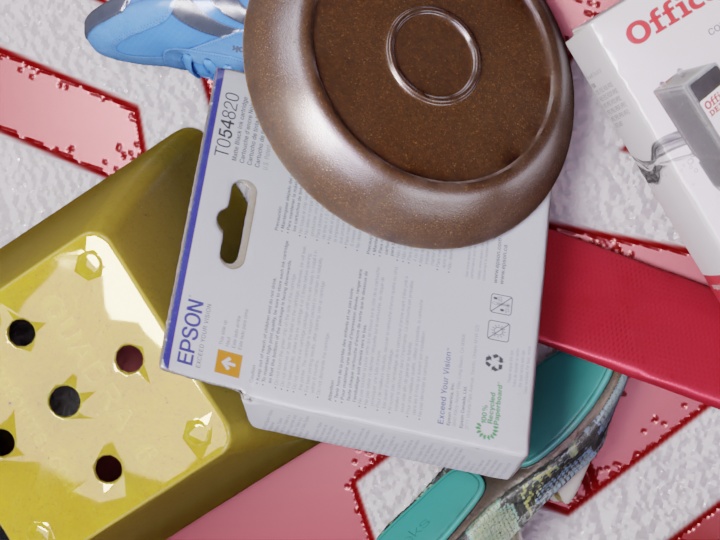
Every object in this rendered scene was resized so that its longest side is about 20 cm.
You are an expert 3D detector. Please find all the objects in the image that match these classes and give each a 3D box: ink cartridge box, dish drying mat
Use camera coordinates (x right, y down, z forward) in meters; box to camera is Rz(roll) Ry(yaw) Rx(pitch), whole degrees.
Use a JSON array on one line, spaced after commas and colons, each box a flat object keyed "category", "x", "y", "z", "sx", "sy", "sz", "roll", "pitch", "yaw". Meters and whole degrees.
[{"category": "ink cartridge box", "x": 0.224, "y": -0.081, "z": 1.171, "sx": 0.146, "sy": 0.083, "sz": 0.200, "roll": -32, "pitch": 91, "yaw": -1}, {"category": "dish drying mat", "x": 0.149, "y": 0.026, "z": 1.222, "sx": 0.199, "sy": 0.018, "sz": 0.077, "roll": 20, "pitch": 55, "yaw": 7}, {"category": "ink cartridge box", "x": 0.000, "y": 0.000, "z": 1.171, "sx": 0.199, "sy": 0.041, "sz": 0.200, "roll": 14, "pitch": 58, "yaw": -9}]

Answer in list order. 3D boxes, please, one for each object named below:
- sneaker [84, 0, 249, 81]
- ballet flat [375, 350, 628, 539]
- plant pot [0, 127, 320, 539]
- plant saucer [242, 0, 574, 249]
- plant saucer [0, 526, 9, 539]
[{"category": "sneaker", "x": -0.059, "y": -0.125, "z": 1.230, "sx": 0.199, "sy": 0.066, "sz": 0.079, "roll": -4, "pitch": 85, "yaw": 8}, {"category": "ballet flat", "x": 0.084, "y": 0.123, "z": 1.238, "sx": 0.200, "sy": 0.074, "sz": 0.074, "roll": -42, "pitch": 89, "yaw": -5}, {"category": "plant pot", "x": -0.140, "y": 0.058, "z": 1.212, "sx": 0.200, "sy": 0.176, "sz": 0.200, "roll": -32, "pitch": 90, "yaw": 12}, {"category": "plant saucer", "x": 0.034, "y": -0.111, "z": 1.174, "sx": 0.199, "sy": 0.032, "sz": 0.201, "roll": 7, "pitch": 71, "yaw": -22}, {"category": "plant saucer", "x": -0.262, "y": 0.149, "z": 1.286, "sx": 0.200, "sy": 0.039, "sz": 0.202, "roll": 16, "pitch": 121, "yaw": 30}]
